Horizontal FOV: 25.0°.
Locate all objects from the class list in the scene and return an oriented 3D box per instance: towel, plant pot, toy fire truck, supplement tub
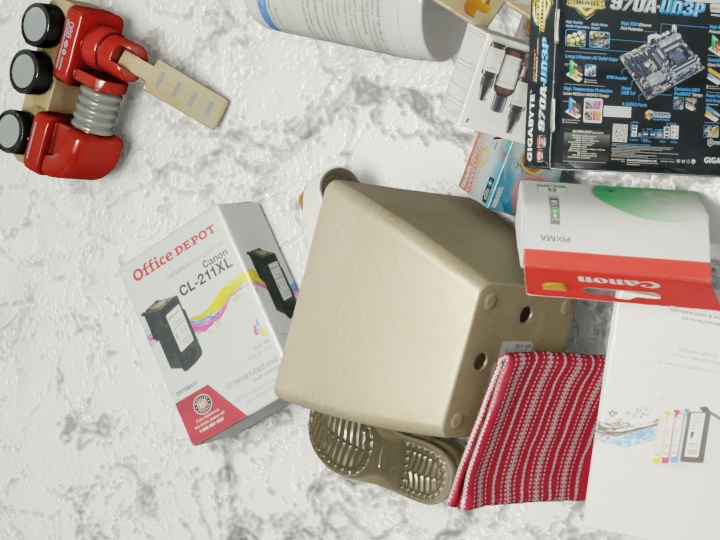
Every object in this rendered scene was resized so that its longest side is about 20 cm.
[{"bbox_3d":[0.162,0.140,1.410,0.022,0.199,0.146,28,104,39],"label":"towel"},{"bbox_3d":[0.072,0.049,1.425,0.176,0.198,0.203,24,104,43],"label":"plant pot"},{"bbox_3d":[-0.255,-0.169,1.674,0.199,0.128,0.178,26,105,35],"label":"toy fire truck"},{"bbox_3d":[0.000,-0.274,1.513,0.198,0.132,0.134,17,100,26],"label":"supplement tub"}]

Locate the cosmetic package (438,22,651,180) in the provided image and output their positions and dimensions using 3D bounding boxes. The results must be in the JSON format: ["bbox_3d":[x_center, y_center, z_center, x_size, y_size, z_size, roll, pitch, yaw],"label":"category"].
[{"bbox_3d":[0.173,-0.143,1.397,0.051,0.198,0.083,47,121,62],"label":"cosmetic package"}]

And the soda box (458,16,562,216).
[{"bbox_3d":[0.160,-0.150,1.457,0.068,0.063,0.202,44,118,60],"label":"soda box"}]

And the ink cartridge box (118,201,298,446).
[{"bbox_3d":[-0.136,0.052,1.628,0.145,0.083,0.202,-30,79,26],"label":"ink cartridge box"}]

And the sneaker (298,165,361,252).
[{"bbox_3d":[0.000,0.000,1.574,0.084,0.072,0.202,-23,89,61],"label":"sneaker"}]

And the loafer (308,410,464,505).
[{"bbox_3d":[0.028,0.172,1.557,0.199,0.068,0.077,25,103,41],"label":"loafer"}]

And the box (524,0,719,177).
[{"bbox_3d":[0.235,-0.161,1.363,0.046,0.198,0.161,-169,80,-66],"label":"box"}]

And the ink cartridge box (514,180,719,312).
[{"bbox_3d":[0.211,-0.025,1.347,0.159,0.200,0.051,4,106,2],"label":"ink cartridge box"}]

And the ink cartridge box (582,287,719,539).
[{"bbox_3d":[0.278,0.119,1.362,0.143,0.147,0.203,10,97,15],"label":"ink cartridge box"}]

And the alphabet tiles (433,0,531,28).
[{"bbox_3d":[0.098,-0.305,1.424,0.199,0.006,0.167,33,72,9],"label":"alphabet tiles"}]
